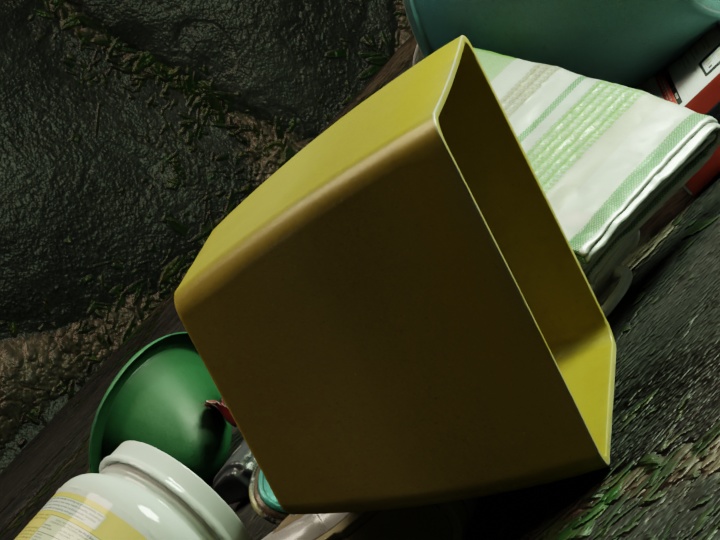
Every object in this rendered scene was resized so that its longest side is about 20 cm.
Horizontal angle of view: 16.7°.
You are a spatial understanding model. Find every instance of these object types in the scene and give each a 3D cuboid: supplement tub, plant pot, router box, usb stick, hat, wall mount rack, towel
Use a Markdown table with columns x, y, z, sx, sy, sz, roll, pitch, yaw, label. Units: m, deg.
| x | y | z | sx | sy | sz | roll | pitch | yaw | label |
| --- | --- | --- | --- | --- | --- | --- | --- | --- | --- |
| -0.175 | 0.226 | 1.599 | 0.200 | 0.145 | 0.145 | -49 | 9 | -24 | supplement tub |
| 0.160 | -0.209 | 1.625 | 0.187 | 0.201 | 0.200 | -15 | 27 | 43 | plant pot |
| 0.015 | 0.019 | 1.310 | 0.175 | 0.201 | 0.200 | -25 | 13 | 13 | plant pot |
| 0.259 | -0.146 | 1.601 | 0.179 | 0.049 | 0.200 | -43 | 8 | 12 | router box |
| -0.057 | 0.112 | 1.969 | 0.055 | 0.033 | 0.200 | -35 | 13 | 48 | usb stick |
| -0.120 | 0.159 | 2.086 | 0.200 | 0.175 | 0.167 | 8 | -75 | -57 | hat |
| 0.087 | 0.023 | 1.532 | 0.174 | 0.075 | 0.200 | -46 | 7 | -10 | wall mount rack |
| 0.103 | -0.067 | 1.496 | 0.199 | 0.031 | 0.149 | 21 | 52 | 39 | towel |

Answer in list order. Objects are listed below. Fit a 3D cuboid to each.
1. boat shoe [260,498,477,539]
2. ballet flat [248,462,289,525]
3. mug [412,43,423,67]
| x | y | z | sx | sy | sz | roll | pitch | yaw | label |
| --- | --- | --- | --- | --- | --- | --- | --- | --- | --- |
| -0.013 | 0.162 | 1.380 | 0.199 | 0.075 | 0.068 | -29 | 14 | 28 | boat shoe |
| -0.023 | 0.128 | 1.656 | 0.072 | 0.072 | 0.201 | -39 | 10 | 37 | ballet flat |
| 0.160 | -0.172 | 2.018 | 0.186 | 0.150 | 0.153 | 13 | 42 | 42 | mug |
